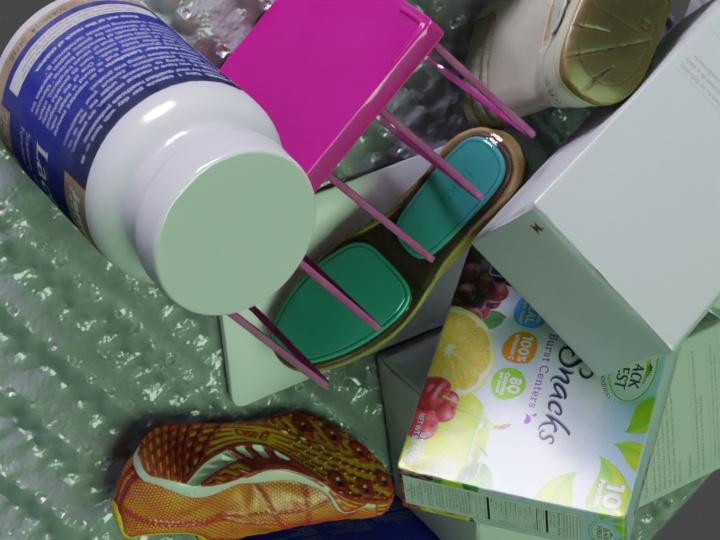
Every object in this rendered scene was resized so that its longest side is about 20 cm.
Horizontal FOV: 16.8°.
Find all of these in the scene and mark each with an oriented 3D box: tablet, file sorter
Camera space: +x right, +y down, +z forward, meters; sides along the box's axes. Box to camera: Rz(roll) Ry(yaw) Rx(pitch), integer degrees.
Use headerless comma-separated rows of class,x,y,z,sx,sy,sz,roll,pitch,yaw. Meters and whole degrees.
tablet,0.000,0.000,1.540,0.199,0.014,0.131,-21,126,-23
file sorter,-0.018,-0.055,1.405,0.200,0.139,0.125,-50,127,2

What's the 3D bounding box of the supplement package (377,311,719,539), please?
supplement package,0.128,0.091,1.607,0.199,0.120,0.122,-22,126,-21

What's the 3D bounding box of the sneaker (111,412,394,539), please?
sneaker,-0.069,0.136,1.550,0.199,0.073,0.077,6,134,-32

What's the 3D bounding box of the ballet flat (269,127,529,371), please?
ballet flat,0.030,-0.007,1.496,0.200,0.069,0.063,-41,166,16

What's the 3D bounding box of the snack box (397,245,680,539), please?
snack box,0.117,0.063,1.489,0.053,0.141,0.201,83,22,-55

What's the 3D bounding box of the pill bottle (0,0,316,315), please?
pill bottle,-0.110,-0.062,1.304,0.115,0.200,0.117,-16,124,-25

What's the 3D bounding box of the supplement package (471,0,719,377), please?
supplement package,0.182,-0.053,1.424,0.117,0.117,0.200,46,72,-5

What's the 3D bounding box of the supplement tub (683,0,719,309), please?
supplement tub,0.249,-0.086,1.579,0.131,0.132,0.201,6,113,-36

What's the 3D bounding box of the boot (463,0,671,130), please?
boot,0.139,-0.176,1.451,0.072,0.154,0.201,33,72,-17

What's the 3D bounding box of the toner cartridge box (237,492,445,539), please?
toner cartridge box,0.017,0.193,1.610,0.199,0.095,0.043,-8,122,-29
